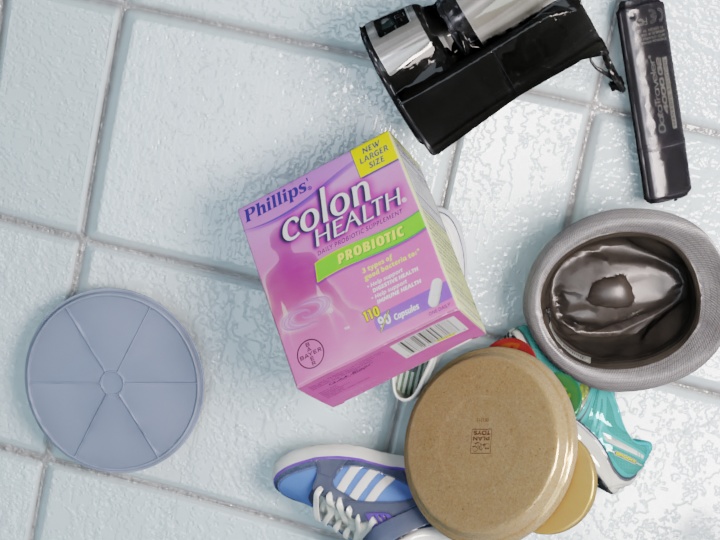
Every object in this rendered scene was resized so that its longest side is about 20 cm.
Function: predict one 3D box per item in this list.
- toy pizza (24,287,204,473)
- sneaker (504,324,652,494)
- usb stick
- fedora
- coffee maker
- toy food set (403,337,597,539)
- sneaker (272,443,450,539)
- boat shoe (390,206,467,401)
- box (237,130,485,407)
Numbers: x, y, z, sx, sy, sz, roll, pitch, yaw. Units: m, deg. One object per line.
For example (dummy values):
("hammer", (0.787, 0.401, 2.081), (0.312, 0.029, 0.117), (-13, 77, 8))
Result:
("toy pizza", (-0.262, 0.117, 1.454), (0.197, 0.032, 0.203), (1, 99, 6))
("sneaker", (0.219, 0.133, 1.384), (0.079, 0.077, 0.201), (-40, 95, -10))
("usb stick", (0.288, -0.166, 1.329), (0.055, 0.033, 0.203), (-14, 99, -24))
("fedora", (0.262, 0.024, 1.340), (0.198, 0.090, 0.179), (-16, 96, 13))
("coffee maker", (0.125, -0.201, 1.299), (0.199, 0.135, 0.193), (-32, 95, 12))
("toy food set", (0.129, 0.168, 1.318), (0.198, 0.048, 0.200), (-22, 64, 29))
("sneaker", (0.000, 0.261, 1.380), (0.197, 0.148, 0.081), (5, 137, 3))
("boat shoe", (0.068, 0.038, 1.379), (0.073, 0.067, 0.203), (6, 100, 6))
("box", (0.000, 0.000, 1.324), (0.174, 0.097, 0.202), (-26, 66, 13))
